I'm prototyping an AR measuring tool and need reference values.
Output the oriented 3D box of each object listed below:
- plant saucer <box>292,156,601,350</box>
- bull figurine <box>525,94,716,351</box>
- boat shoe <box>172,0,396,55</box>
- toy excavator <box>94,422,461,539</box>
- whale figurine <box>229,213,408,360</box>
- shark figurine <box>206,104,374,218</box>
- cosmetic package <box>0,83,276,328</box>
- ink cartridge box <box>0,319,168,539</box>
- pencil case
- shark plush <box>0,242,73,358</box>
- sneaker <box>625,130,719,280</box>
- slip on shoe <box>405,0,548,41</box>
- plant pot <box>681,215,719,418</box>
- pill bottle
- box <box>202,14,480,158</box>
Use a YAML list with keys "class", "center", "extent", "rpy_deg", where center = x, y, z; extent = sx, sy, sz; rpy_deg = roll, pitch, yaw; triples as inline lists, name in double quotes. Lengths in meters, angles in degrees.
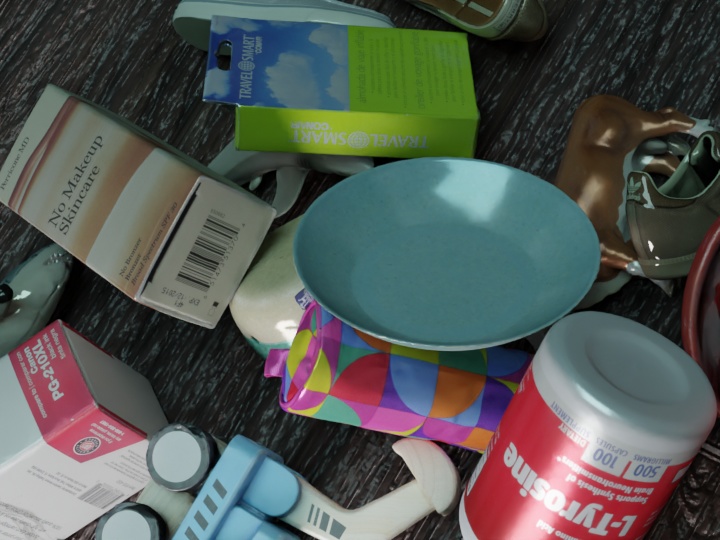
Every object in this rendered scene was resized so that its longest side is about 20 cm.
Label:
- class: "plant saucer"
  center: [0.056, -0.003, 0.923]
  extent: [0.200, 0.039, 0.201]
  rpy_deg: [-1, 38, 1]
- class: "bull figurine"
  center: [0.175, -0.033, 1.001]
  extent: [0.121, 0.065, 0.201]
  rpy_deg: [13, 77, 19]
- class: "boat shoe"
  center: [-0.057, -0.214, 1.152]
  extent: [0.200, 0.070, 0.072]
  rpy_deg: [10, 68, 20]
- class: "toy excavator"
  center: [-0.053, 0.173, 0.994]
  extent: [0.199, 0.100, 0.195]
  rpy_deg: [30, 83, 14]
- class: "whale figurine"
  center: [0.000, 0.000, 1.040]
  extent: [0.200, 0.104, 0.159]
  rpy_deg: [-41, 27, -24]
- class: "shark figurine"
  center: [-0.097, -0.089, 1.102]
  extent: [0.214, 0.089, 0.129]
  rpy_deg: [-27, 48, 21]
- class: "cosmetic package"
  center: [-0.170, -0.050, 1.031]
  extent: [0.200, 0.087, 0.104]
  rpy_deg: [29, 93, 40]
- class: "ink cartridge box"
  center: [-0.254, 0.143, 1.036]
  extent: [0.200, 0.145, 0.085]
  rpy_deg: [-33, 60, 4]
- class: "pencil case"
  center: [0.041, 0.075, 0.947]
  extent: [0.199, 0.088, 0.089]
  rpy_deg: [16, 71, -15]
- class: "shark plush"
  center: [-0.308, 0.059, 1.158]
  extent: [0.200, 0.091, 0.083]
  rpy_deg: [-43, 39, 22]
- class: "sneaker"
  center: [0.262, -0.065, 0.934]
  extent: [0.199, 0.076, 0.070]
  rpy_deg: [-28, 16, -23]
- class: "slip on shoe"
  center: [0.077, -0.238, 1.124]
  extent: [0.200, 0.060, 0.076]
  rpy_deg: [41, 109, 46]
- class: "plant pot"
  center: [0.309, 0.036, 0.835]
  extent: [0.201, 0.200, 0.182]
  rpy_deg: [-53, 21, -6]
- class: "pill bottle"
  center: [0.129, 0.134, 0.877]
  extent: [0.112, 0.112, 0.201]
  rpy_deg: [42, 127, 28]
- class: "box"
  center: [-0.015, -0.137, 1.054]
  extent: [0.199, 0.048, 0.122]
  rpy_deg: [3, 41, -4]
